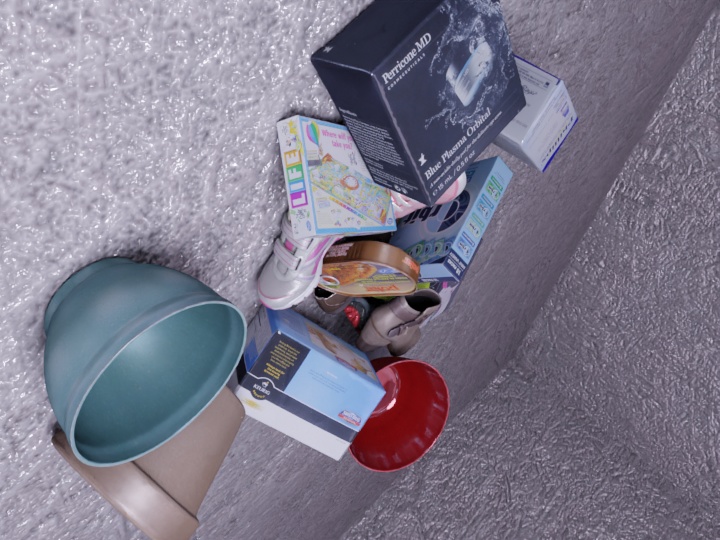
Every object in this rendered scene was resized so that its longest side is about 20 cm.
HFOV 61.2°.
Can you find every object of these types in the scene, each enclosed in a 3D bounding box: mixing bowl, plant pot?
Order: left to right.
[{"bbox_3d":[-0.233,0.073,0.619,0.200,0.134,0.202,-40,154,-24],"label":"plant pot"},{"bbox_3d":[-0.238,0.203,0.743,0.175,0.198,0.202,-50,159,-25],"label":"plant pot"},{"bbox_3d":[0.044,0.229,1.053,0.196,0.108,0.205,-7,108,-23],"label":"mixing bowl"}]

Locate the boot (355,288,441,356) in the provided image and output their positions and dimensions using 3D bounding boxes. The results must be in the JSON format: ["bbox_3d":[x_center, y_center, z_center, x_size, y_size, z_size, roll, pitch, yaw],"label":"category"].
[{"bbox_3d":[0.084,0.084,1.043,0.198,0.071,0.146,-9,151,-52],"label":"boot"}]

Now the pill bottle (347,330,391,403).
[{"bbox_3d":[0.017,0.182,1.213,0.201,0.112,0.115,-60,174,-57],"label":"pill bottle"}]

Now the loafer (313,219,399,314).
[{"bbox_3d":[-0.007,-0.013,1.003,0.202,0.073,0.071,-55,157,4],"label":"loafer"}]

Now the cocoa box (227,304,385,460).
[{"bbox_3d":[-0.085,0.158,0.908,0.132,0.198,0.134,-54,-158,7],"label":"cocoa box"}]

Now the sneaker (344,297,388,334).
[{"bbox_3d":[0.017,0.062,1.121,0.095,0.080,0.200,-34,173,-2],"label":"sneaker"}]

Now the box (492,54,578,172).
[{"bbox_3d":[0.222,-0.258,0.944,0.106,0.183,0.199,-57,157,11],"label":"box"}]

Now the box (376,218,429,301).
[{"bbox_3d":[0.089,-0.044,1.072,0.121,0.047,0.204,11,91,-50],"label":"box"}]

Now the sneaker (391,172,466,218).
[{"bbox_3d":[0.071,-0.117,0.911,0.104,0.076,0.199,-31,-169,-22],"label":"sneaker"}]

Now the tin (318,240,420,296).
[{"bbox_3d":[0.000,0.000,0.892,0.112,0.197,0.043,39,60,-38],"label":"tin"}]

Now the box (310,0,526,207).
[{"bbox_3d":[0.078,-0.224,0.728,0.197,0.117,0.201,-46,134,-13],"label":"box"}]

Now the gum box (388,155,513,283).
[{"bbox_3d":[0.124,-0.074,0.937,0.044,0.169,0.202,40,67,-26],"label":"gum box"}]

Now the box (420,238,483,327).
[{"bbox_3d":[0.146,0.000,1.261,0.131,0.114,0.202,-27,146,-45],"label":"box"}]

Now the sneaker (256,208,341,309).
[{"bbox_3d":[-0.082,-0.042,0.827,0.202,0.081,0.088,-57,154,-5],"label":"sneaker"}]

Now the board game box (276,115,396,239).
[{"bbox_3d":[-0.023,-0.113,0.774,0.199,0.034,0.138,-8,89,-59],"label":"board game box"}]
